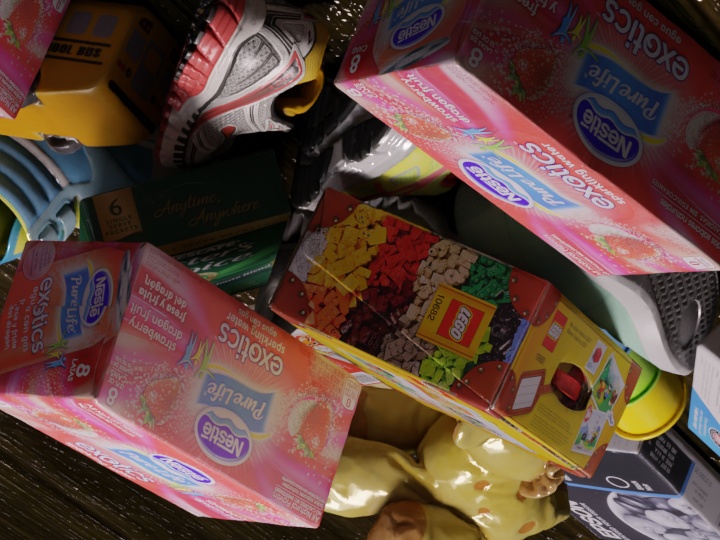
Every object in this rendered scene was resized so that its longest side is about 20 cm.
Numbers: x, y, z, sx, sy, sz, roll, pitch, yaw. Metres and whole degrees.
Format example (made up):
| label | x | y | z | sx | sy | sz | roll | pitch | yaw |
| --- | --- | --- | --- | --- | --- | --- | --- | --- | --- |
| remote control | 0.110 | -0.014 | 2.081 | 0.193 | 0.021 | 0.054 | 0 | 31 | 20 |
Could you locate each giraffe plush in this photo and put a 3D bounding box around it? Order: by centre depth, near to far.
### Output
| label | x | y | z | sx | sy | sz | roll | pitch | yaw |
| --- | --- | --- | --- | --- | --- | --- | --- | --- | --- |
| giraffe plush | 0.081 | 0.116 | 1.709 | 0.199 | 0.173 | 0.163 | 31 | 137 | 8 |

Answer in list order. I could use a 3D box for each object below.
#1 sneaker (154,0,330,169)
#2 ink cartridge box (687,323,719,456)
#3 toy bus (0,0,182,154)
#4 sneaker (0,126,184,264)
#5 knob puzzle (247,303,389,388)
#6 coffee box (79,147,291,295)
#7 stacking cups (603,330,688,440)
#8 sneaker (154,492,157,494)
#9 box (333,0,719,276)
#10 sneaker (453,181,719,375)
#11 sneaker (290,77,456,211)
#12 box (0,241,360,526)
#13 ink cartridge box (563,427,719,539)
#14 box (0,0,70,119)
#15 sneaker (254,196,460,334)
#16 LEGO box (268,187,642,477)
| label | x | y | z | sx | sy | sz | roll | pitch | yaw |
| --- | --- | --- | --- | --- | --- | --- | --- | --- | --- |
| sneaker | -0.067 | -0.099 | 1.436 | 0.082 | 0.078 | 0.200 | 19 | 163 | -7 |
| ink cartridge box | 0.288 | 0.113 | 1.483 | 0.200 | 0.068 | 0.116 | 44 | 162 | 23 |
| toy bus | -0.210 | -0.123 | 1.523 | 0.199 | 0.079 | 0.065 | 10 | 158 | 32 |
| sneaker | -0.177 | -0.042 | 1.623 | 0.199 | 0.131 | 0.079 | 33 | 157 | -29 |
| knob puzzle | 0.017 | 0.041 | 1.771 | 0.218 | 0.031 | 0.220 | 7 | 161 | 2 |
| coffee box | -0.111 | -0.016 | 1.551 | 0.122 | 0.044 | 0.200 | -14 | 169 | -11 |
| stacking cups | 0.138 | 0.035 | 1.594 | 0.060 | 0.061 | 0.200 | 5 | 153 | 39 |
| sneaker | -0.069 | 0.093 | 1.623 | 0.115 | 0.201 | 0.079 | 29 | 123 | -12 |
| box | 0.099 | -0.085 | 1.261 | 0.200 | 0.095 | 0.102 | 35 | 158 | -31 |
| sneaker | 0.130 | -0.006 | 1.470 | 0.118 | 0.074 | 0.200 | 13 | 162 | 35 |
| sneaker | 0.021 | -0.069 | 1.428 | 0.090 | 0.079 | 0.200 | 11 | 173 | -19 |
| box | -0.105 | 0.066 | 1.435 | 0.102 | 0.095 | 0.200 | 1 | 156 | 40 |
| ink cartridge box | 0.173 | 0.150 | 1.878 | 0.199 | 0.044 | 0.198 | 7 | 155 | 41 |
| box | -0.262 | -0.177 | 1.412 | 0.099 | 0.096 | 0.200 | 9 | 156 | 31 |
| sneaker | 0.000 | 0.000 | 1.618 | 0.075 | 0.081 | 0.199 | 34 | 156 | -26 |
| LEGO box | 0.058 | 0.039 | 1.443 | 0.148 | 0.078 | 0.200 | 24 | 174 | 25 |
